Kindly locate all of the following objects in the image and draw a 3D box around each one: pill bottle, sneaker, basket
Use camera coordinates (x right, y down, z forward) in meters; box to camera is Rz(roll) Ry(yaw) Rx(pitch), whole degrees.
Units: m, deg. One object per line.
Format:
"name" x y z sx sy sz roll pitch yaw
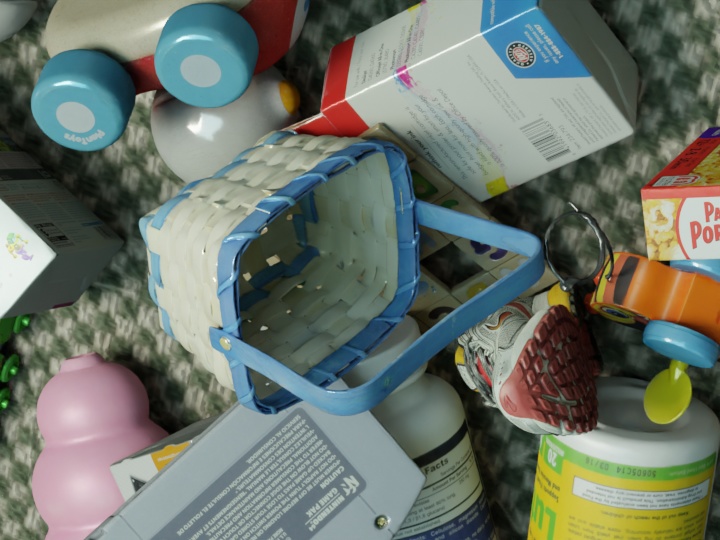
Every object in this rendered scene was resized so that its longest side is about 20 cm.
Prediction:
"pill bottle" 0.161 0.179 1.524 0.111 0.111 0.201 13 111 20
"pill bottle" 0.022 0.135 1.560 0.111 0.111 0.201 -7 110 25
"sneaker" 0.099 0.062 1.456 0.082 0.200 0.078 -18 95 11
"basket" -0.015 0.003 1.400 0.200 0.176 0.140 20 132 43

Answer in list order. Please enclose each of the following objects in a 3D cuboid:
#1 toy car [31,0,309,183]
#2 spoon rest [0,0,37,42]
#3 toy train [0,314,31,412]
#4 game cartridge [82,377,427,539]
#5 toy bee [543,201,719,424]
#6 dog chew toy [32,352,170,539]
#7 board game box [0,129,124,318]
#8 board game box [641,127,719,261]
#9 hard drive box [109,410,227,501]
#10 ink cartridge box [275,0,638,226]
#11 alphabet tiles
"toy car" -0.084 -0.120 1.532 0.176 0.185 0.200 -17 128 26
"spoon rest" -0.316 -0.178 1.614 0.199 0.099 0.061 -2 97 11
"toy train" -0.273 0.077 1.714 0.042 0.056 0.201 25 114 15
"game cartridge" -0.063 0.157 1.460 0.200 0.042 0.133 -41 98 -12
"toy bee" 0.190 0.013 1.470 0.200 0.109 0.131 46 76 -12
"dog chew toy" -0.172 0.157 1.664 0.124 0.124 0.201 -11 95 26
"board game box" -0.269 -0.060 1.611 0.200 0.148 0.064 43 99 7
"board game box" 0.279 -0.049 1.377 0.199 0.151 0.046 -2 106 23
"hard drive box" -0.066 0.193 1.559 0.201 0.077 0.156 64 153 -1
"ink cartridge box" 0.057 -0.104 1.478 0.200 0.067 0.116 -23 127 28
"alphabet tiles" 0.000 0.000 1.541 0.167 0.008 0.200 38 130 -27
